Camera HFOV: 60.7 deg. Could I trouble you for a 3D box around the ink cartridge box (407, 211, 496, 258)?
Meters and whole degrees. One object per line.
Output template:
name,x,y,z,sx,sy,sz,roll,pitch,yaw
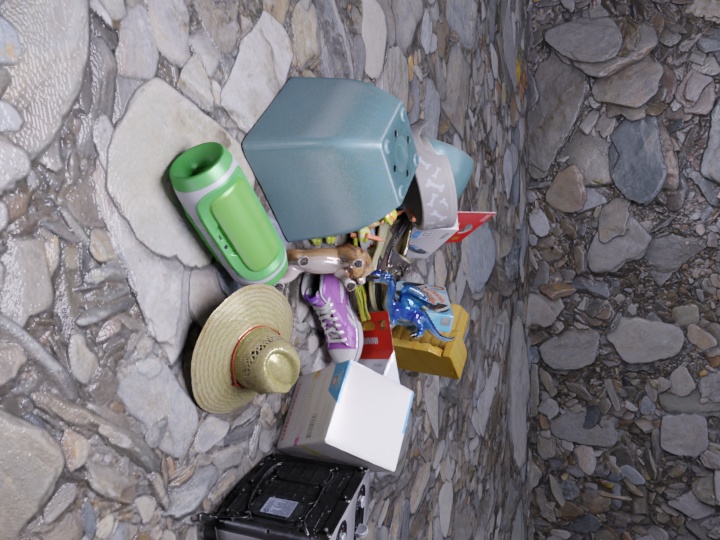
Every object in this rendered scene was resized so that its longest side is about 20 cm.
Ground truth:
ink cartridge box,0.165,-0.074,1.291,0.200,0.176,0.045,130,-40,-70

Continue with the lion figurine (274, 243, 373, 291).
lion figurine,-0.067,-0.011,0.964,0.122,0.199,0.073,-131,-128,-66

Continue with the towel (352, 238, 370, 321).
towel,0.000,0.000,1.135,0.200,0.018,0.086,-93,174,-56

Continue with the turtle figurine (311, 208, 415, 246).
turtle figurine,-0.005,-0.082,1.042,0.200,0.161,0.065,-42,117,-60

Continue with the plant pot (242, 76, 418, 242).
plant pot,-0.025,-0.176,0.954,0.196,0.199,0.197,-65,146,-38

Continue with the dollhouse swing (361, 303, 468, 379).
dollhouse swing,0.116,0.107,1.248,0.182,0.199,0.176,61,42,-57

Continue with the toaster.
toaster,-0.098,0.356,0.869,0.181,0.199,0.119,-40,131,-66

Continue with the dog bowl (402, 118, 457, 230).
dog bowl,0.106,-0.162,1.088,0.200,0.058,0.201,162,-90,-84

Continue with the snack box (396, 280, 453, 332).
snack box,0.119,0.068,1.239,0.200,0.116,0.037,-79,177,-75

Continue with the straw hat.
straw hat,-0.127,0.123,0.821,0.201,0.085,0.202,-37,140,-40

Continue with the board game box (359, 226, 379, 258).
board game box,0.031,-0.056,1.238,0.126,0.034,0.200,-78,157,-54

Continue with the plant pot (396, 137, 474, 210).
plant pot,0.124,-0.177,1.284,0.200,0.200,0.135,28,74,-62

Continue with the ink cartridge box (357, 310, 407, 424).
ink cartridge box,0.004,0.180,1.098,0.057,0.162,0.201,-12,89,-34

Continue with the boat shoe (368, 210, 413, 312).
boat shoe,0.061,-0.019,1.154,0.073,0.065,0.201,23,73,-64

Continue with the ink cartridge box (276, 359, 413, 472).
ink cartridge box,-0.033,0.238,0.974,0.125,0.200,0.129,29,61,-20

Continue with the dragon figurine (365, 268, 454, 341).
dragon figurine,0.094,0.063,1.102,0.059,0.199,0.100,-91,-158,-79

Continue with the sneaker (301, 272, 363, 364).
sneaker,-0.058,0.075,1.061,0.114,0.072,0.201,-7,87,-61

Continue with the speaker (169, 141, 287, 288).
speaker,-0.165,-0.064,0.799,0.200,0.088,0.089,66,36,-43
